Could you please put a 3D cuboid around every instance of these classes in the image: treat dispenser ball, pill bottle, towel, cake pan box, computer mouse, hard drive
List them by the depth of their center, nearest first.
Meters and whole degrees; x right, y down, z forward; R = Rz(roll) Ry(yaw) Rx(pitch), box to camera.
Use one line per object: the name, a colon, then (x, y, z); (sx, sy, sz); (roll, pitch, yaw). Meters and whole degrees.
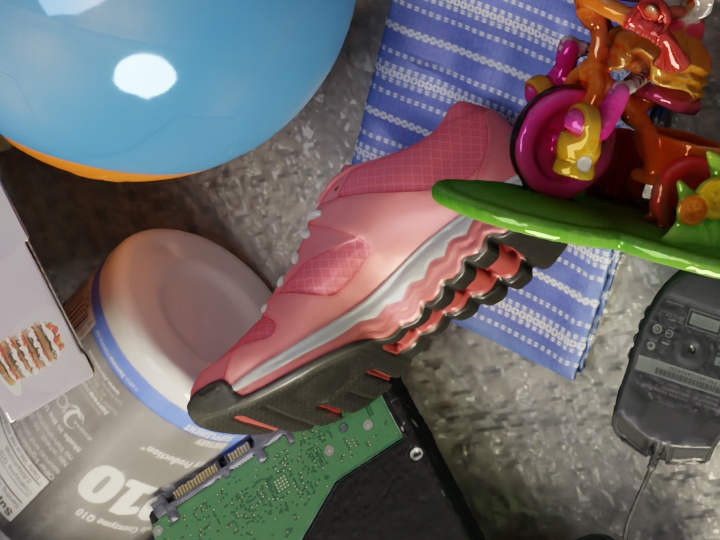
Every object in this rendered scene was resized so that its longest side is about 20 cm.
computer mouse: (0.129, 0.091, 1.164); (0.059, 0.034, 0.200); (21, 89, 11)
treat dispenser ball: (-0.100, -0.140, 1.166); (0.201, 0.201, 0.201); (9, 108, 28)
towel: (0.064, -0.063, 1.199); (0.145, 0.024, 0.200); (25, 115, 23)
hard drive: (-0.002, 0.157, 1.201); (0.140, 0.038, 0.200); (-35, 61, 10)
cake pan box: (-0.205, -0.040, 1.215); (0.184, 0.052, 0.200); (22, 140, 65)
pill bottle: (-0.130, 0.081, 1.299); (0.114, 0.114, 0.200); (51, 122, 8)

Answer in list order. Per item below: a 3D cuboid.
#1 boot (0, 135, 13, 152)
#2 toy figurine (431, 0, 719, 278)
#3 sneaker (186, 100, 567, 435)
boot: (-0.221, -0.141, 1.316); (0.155, 0.073, 0.200); (-26, 94, 34)
toy figurine: (0.138, -0.099, 1.069); (0.150, 0.200, 0.184); (30, 109, 61)
sneaker: (0.000, 0.000, 1.191); (0.200, 0.074, 0.087); (-35, 65, 9)
